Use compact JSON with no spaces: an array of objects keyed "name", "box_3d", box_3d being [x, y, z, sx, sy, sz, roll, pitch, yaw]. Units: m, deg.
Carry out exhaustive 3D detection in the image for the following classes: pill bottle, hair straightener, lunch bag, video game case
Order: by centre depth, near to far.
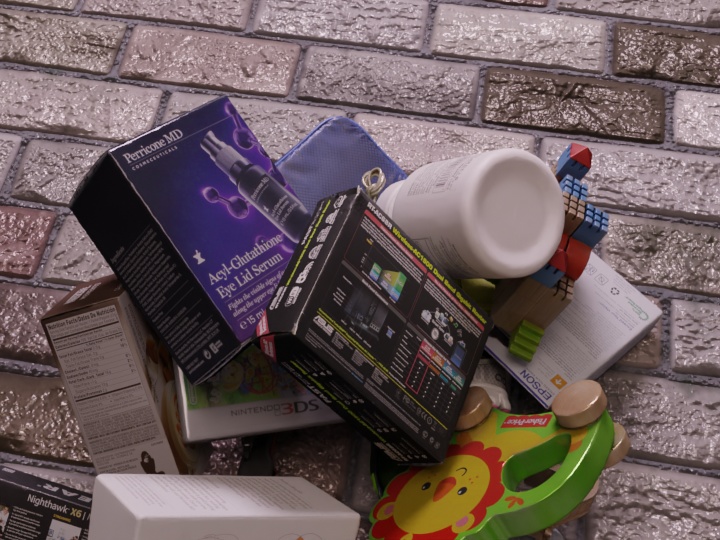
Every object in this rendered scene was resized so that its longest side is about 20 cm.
[{"name":"video game case","box_3d":[-0.093,0.053,1.038,0.179,0.022,0.203,-5,76,-21]},{"name":"pill bottle","box_3d":[0.094,-0.050,1.040,0.113,0.199,0.117,0,89,-27]},{"name":"hair straightener","box_3d":[-0.093,0.167,1.065,0.040,0.077,0.202,11,59,10]},{"name":"lunch bag","box_3d":[-0.054,-0.049,1.166,0.200,0.132,0.136,-42,88,-21]}]

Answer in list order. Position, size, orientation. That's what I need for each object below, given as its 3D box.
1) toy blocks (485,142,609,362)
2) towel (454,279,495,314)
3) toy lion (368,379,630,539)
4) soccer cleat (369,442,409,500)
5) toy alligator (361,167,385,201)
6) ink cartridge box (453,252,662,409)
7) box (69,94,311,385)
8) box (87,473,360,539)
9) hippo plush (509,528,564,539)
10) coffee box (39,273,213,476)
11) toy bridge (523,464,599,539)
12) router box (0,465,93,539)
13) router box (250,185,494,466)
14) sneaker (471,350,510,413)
[{"name":"toy blocks","box_3d":[0.191,-0.031,1.068,0.099,0.137,0.202,27,46,-9]},{"name":"towel","box_3d":[0.137,-0.037,1.156,0.084,0.018,0.202,4,50,-7]},{"name":"toy lion","box_3d":[0.105,0.183,0.918,0.198,0.069,0.192,-11,30,45]},{"name":"soccer cleat","box_3d":[0.039,0.121,1.024,0.066,0.081,0.204,3,99,0]},{"name":"toy alligator","box_3d":[0.000,0.000,1.049,0.058,0.054,0.203,3,63,29]},{"name":"ink cartridge box","box_3d":[0.184,0.037,1.142,0.199,0.044,0.196,-32,63,-30]},{"name":"box","box_3d":[-0.134,-0.029,0.959,0.148,0.104,0.201,-36,90,-42]},{"name":"box","box_3d":[-0.118,0.256,0.888,0.197,0.106,0.155,8,94,-33]},{"name":"hippo plush","box_3d":[0.108,0.298,0.967,0.197,0.161,0.161,-1,30,32]},{"name":"coffee box","box_3d":[-0.213,0.111,1.013,0.078,0.203,0.115,-15,13,7]},{"name":"toy bridge","box_3d":[0.186,0.196,1.004,0.066,0.028,0.200,22,21,10]},{"name":"router box","box_3d":[-0.256,0.280,0.954,0.197,0.052,0.160,19,89,-1]},{"name":"router box","box_3d":[0.016,0.051,0.935,0.062,0.200,0.151,-12,43,47]},{"name":"sneaker","box_3d":[0.061,0.093,1.113,0.196,0.074,0.089,12,59,2]}]
